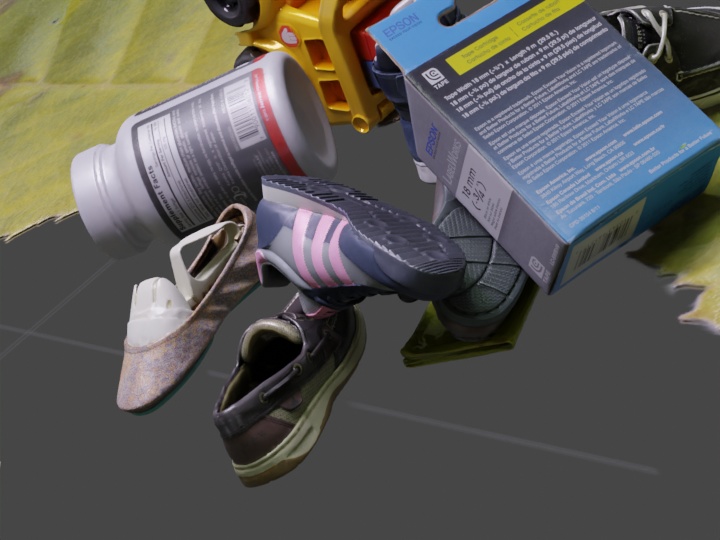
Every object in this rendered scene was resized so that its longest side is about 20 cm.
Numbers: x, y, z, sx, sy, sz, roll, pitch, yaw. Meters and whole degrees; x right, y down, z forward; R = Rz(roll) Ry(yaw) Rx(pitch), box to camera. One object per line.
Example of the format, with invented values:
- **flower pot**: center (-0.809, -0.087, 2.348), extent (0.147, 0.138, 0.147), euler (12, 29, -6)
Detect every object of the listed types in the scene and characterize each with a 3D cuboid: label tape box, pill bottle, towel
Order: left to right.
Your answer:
- **pill bottle**: center (-0.128, -0.089, 1.584), extent (0.198, 0.116, 0.116), euler (-22, 26, 15)
- **towel**: center (0.093, -0.007, 1.310), extent (0.085, 0.018, 0.201), euler (-14, 29, 32)
- **label tape box**: center (0.115, -0.102, 1.258), extent (0.144, 0.064, 0.200), euler (-31, 66, -24)

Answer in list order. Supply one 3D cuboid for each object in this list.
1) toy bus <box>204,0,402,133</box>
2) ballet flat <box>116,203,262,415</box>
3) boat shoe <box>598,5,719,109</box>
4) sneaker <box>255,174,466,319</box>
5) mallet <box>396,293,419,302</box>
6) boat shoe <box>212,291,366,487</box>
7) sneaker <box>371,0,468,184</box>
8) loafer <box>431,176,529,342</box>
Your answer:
- **toy bus**: center (-0.017, -0.215, 1.618), extent (0.191, 0.201, 0.136), euler (12, 43, 45)
- **ballet flat**: center (-0.131, 0.021, 1.437), extent (0.068, 0.068, 0.200), euler (-8, 33, 39)
- **boat shoe**: center (0.193, -0.148, 1.349), extent (0.198, 0.071, 0.064), euler (-11, -17, 1)
- **sneaker**: center (-0.002, -0.001, 1.243), extent (0.070, 0.083, 0.200), euler (1, 16, -33)
- **mallet**: center (0.000, 0.000, 1.338), extent (0.065, 0.041, 0.200), euler (-30, 16, 0)
- **boat shoe**: center (-0.047, 0.058, 1.279), extent (0.073, 0.065, 0.201), euler (-21, 25, 22)
- **sneaker**: center (0.104, -0.152, 1.423), extent (0.201, 0.147, 0.077), euler (-15, 26, 26)
- **loafer**: center (0.077, -0.024, 1.287), extent (0.071, 0.063, 0.201), euler (4, 47, -1)
